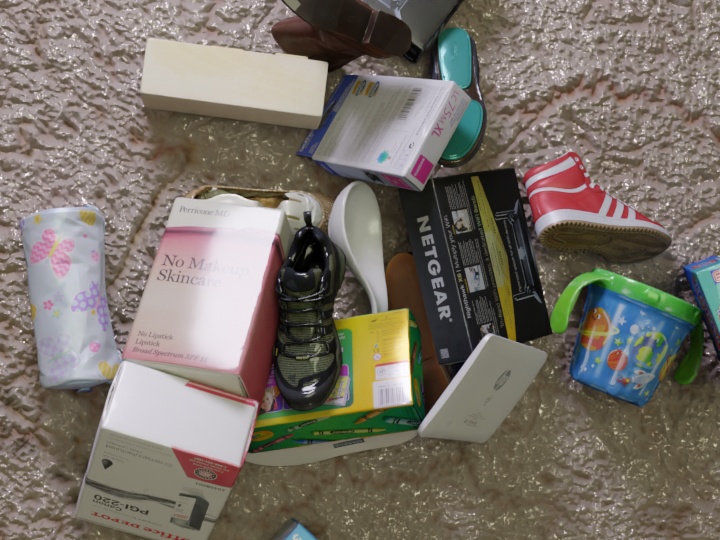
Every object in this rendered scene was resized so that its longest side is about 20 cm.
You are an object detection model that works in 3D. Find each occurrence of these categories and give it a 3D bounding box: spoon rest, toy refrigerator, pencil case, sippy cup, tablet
[{"bbox_3d":[0.000,0.000,1.379,0.060,0.099,0.201,3,93,25],"label":"spoon rest"},{"bbox_3d":[-0.140,-0.210,1.374,0.199,0.076,0.070,7,85,-5],"label":"toy refrigerator"},{"bbox_3d":[-0.309,0.030,1.320,0.090,0.083,0.201,-9,85,-5],"label":"pencil case"},{"bbox_3d":[0.306,0.081,1.416,0.178,0.140,0.131,22,91,12],"label":"sippy cup"},{"bbox_3d":[0.137,0.132,1.334,0.014,0.200,0.130,38,98,26],"label":"tablet"}]

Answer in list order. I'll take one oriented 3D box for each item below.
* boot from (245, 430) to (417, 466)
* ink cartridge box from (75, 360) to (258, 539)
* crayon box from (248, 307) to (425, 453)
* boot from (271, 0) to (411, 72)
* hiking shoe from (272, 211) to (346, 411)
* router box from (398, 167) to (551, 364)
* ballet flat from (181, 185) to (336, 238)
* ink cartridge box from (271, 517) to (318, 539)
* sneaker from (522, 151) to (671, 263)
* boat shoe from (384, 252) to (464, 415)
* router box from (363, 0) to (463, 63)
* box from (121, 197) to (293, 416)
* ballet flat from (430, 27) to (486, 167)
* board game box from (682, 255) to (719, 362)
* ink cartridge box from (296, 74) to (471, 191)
[{"bbox_3d":[-0.040,0.157,1.375,0.199,0.073,0.091,-8,59,-5],"label":"boot"},{"bbox_3d":[-0.202,0.195,1.258,0.145,0.200,0.085,18,51,-8],"label":"ink cartridge box"},{"bbox_3d":[-0.035,0.118,1.311,0.199,0.058,0.119,-10,54,12],"label":"crayon box"},{"bbox_3d":[-0.062,-0.274,1.333,0.186,0.200,0.064,31,81,-26],"label":"boot"},{"bbox_3d":[-0.062,0.042,1.266,0.076,0.101,0.200,-6,61,15],"label":"hiking shoe"},{"bbox_3d":[0.131,-0.008,1.375,0.157,0.052,0.201,-11,87,-48],"label":"router box"},{"bbox_3d":[-0.106,-0.061,1.378,0.199,0.065,0.071,-1,81,-12],"label":"ballet flat"},{"bbox_3d":[-0.039,0.382,1.341,0.200,0.068,0.115,45,78,-4],"label":"ink cartridge box"},{"bbox_3d":[0.277,-0.075,1.450,0.200,0.071,0.113,9,50,-33],"label":"sneaker"},{"bbox_3d":[0.083,0.075,1.404,0.070,0.070,0.201,-11,87,-50],"label":"boat shoe"},{"bbox_3d":[0.033,-0.365,1.438,0.200,0.052,0.157,37,79,0],"label":"router box"},{"bbox_3d":[-0.152,0.039,1.287,0.128,0.109,0.200,7,59,10],"label":"box"},{"bbox_3d":[0.109,-0.186,1.409,0.073,0.073,0.200,9,58,-10],"label":"ballet flat"},{"bbox_3d":[0.420,0.061,1.398,0.045,0.200,0.152,-21,87,10],"label":"board game box"},{"bbox_3d":[0.022,-0.157,1.367,0.042,0.200,0.120,37,77,-39],"label":"ink cartridge box"}]
